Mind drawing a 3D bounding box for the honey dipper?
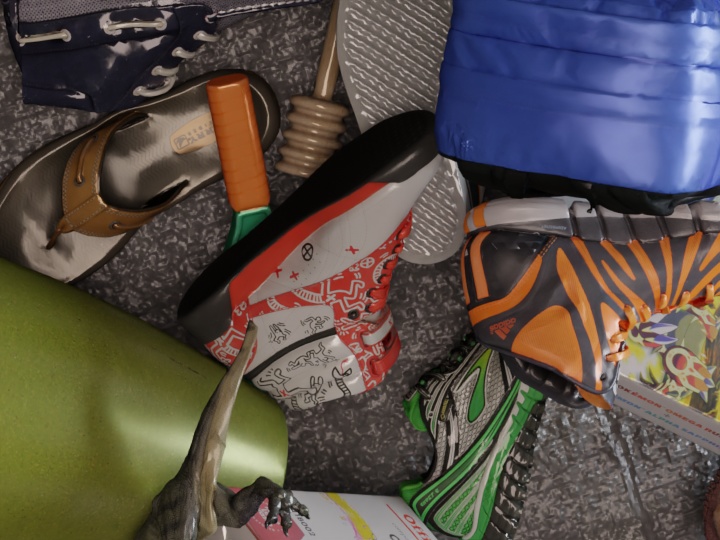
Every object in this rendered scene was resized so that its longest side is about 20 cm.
[{"bbox_3d":[-0.012,-0.153,1.328,0.038,0.038,0.200,12,96,-7],"label":"honey dipper"}]

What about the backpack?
[{"bbox_3d":[0.122,-0.115,1.169,0.162,0.200,0.168,6,103,20],"label":"backpack"}]

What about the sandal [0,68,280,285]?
[{"bbox_3d":[-0.135,-0.052,1.322,0.200,0.055,0.082,-27,102,-2],"label":"sandal"}]

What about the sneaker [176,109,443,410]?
[{"bbox_3d":[0.000,0.000,1.289,0.201,0.067,0.108,-39,112,23],"label":"sneaker"}]

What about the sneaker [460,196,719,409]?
[{"bbox_3d":[0.153,0.022,1.239,0.200,0.078,0.112,0,75,-6],"label":"sneaker"}]

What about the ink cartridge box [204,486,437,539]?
[{"bbox_3d":[0.001,0.188,1.290,0.200,0.116,0.068,10,122,-50],"label":"ink cartridge box"}]

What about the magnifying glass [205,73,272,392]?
[{"bbox_3d":[-0.061,-0.019,1.329,0.080,0.022,0.200,-13,112,-6],"label":"magnifying glass"}]

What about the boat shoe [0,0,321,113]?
[{"bbox_3d":[-0.110,-0.142,1.309,0.200,0.075,0.093,0,106,3],"label":"boat shoe"}]

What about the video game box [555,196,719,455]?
[{"bbox_3d":[0.186,-0.011,1.320,0.182,0.047,0.200,24,65,-7],"label":"video game box"}]

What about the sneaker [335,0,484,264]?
[{"bbox_3d":[0.032,-0.110,1.312,0.078,0.079,0.200,0,109,13],"label":"sneaker"}]

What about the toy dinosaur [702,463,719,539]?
[{"bbox_3d":[0.246,0.177,1.376,0.135,0.086,0.200,-19,88,9],"label":"toy dinosaur"}]

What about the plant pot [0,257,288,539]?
[{"bbox_3d":[-0.150,0.100,1.295,0.200,0.187,0.187,14,98,-22],"label":"plant pot"}]

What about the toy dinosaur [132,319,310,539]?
[{"bbox_3d":[-0.080,0.133,1.205,0.047,0.088,0.200,13,106,-48],"label":"toy dinosaur"}]

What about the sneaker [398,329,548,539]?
[{"bbox_3d":[0.072,0.066,1.350,0.085,0.078,0.200,13,93,2],"label":"sneaker"}]
